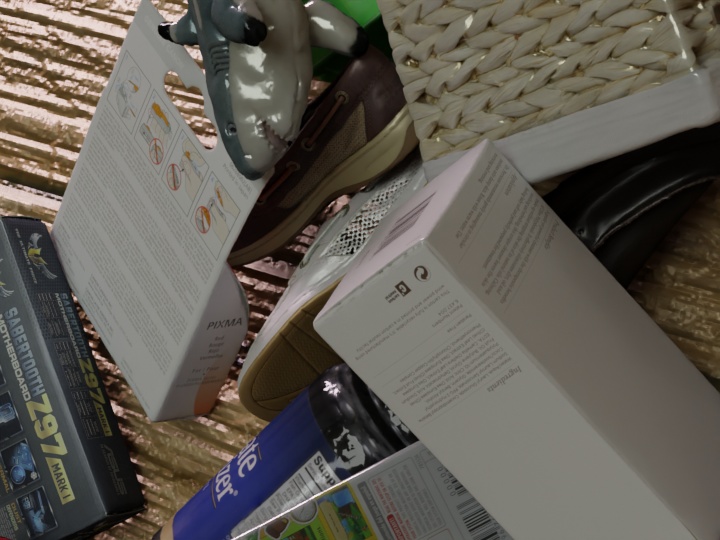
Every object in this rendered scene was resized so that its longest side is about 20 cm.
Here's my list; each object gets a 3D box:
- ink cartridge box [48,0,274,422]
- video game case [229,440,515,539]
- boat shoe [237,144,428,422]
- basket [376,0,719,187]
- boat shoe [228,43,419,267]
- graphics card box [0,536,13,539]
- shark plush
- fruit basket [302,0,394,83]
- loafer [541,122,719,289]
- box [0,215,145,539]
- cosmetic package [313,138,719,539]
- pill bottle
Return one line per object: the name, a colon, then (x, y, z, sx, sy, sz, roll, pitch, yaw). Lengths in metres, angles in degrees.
ink cartridge box: (-0.111, -0.036, 1.008, 0.163, 0.050, 0.201, 53, 128, 32)
video game case: (0.021, 0.198, 0.799, 0.180, 0.023, 0.202, -26, 75, -8)
boat shoe: (0.000, 0.000, 0.968, 0.200, 0.071, 0.069, -46, 37, 5)
basket: (0.117, -0.123, 0.832, 0.199, 0.135, 0.125, -18, 97, 52)
boat shoe: (-0.042, -0.068, 0.976, 0.199, 0.072, 0.073, -29, 26, 44)
graphics card box: (-0.171, 0.248, 0.942, 0.199, 0.051, 0.127, 26, 88, 40)
shark plush: (-0.089, -0.148, 0.908, 0.200, 0.090, 0.083, 50, 124, 16)
fruit basket: (-0.004, -0.236, 1.000, 0.213, 0.155, 0.219, 0, 90, 21)
loafer: (0.126, -0.016, 0.898, 0.199, 0.073, 0.072, -30, 87, 21)
box: (-0.239, 0.088, 1.067, 0.157, 0.051, 0.202, -27, 79, 23)
cosmetic package: (0.086, 0.052, 0.803, 0.085, 0.108, 0.200, -36, 100, 35)
pill bottle: (-0.012, 0.123, 0.907, 0.200, 0.112, 0.112, -44, 58, 13)
